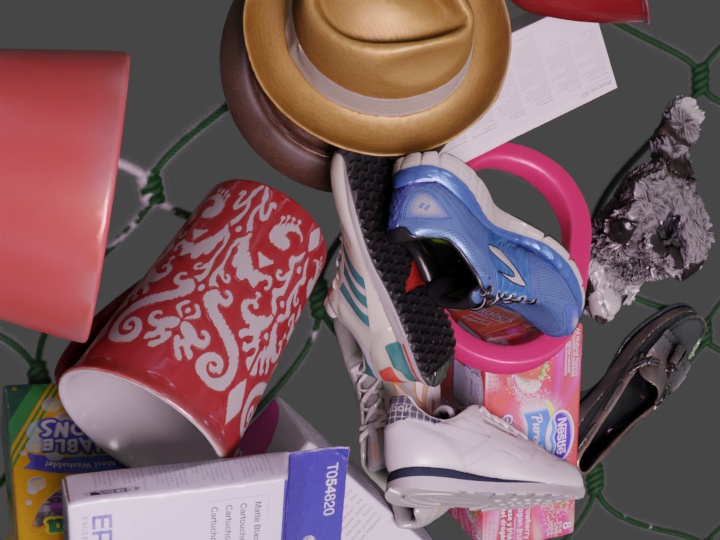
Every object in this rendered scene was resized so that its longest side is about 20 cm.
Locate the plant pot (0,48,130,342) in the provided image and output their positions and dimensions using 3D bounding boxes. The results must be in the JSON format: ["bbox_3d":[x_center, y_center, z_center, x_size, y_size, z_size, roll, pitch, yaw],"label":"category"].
[{"bbox_3d":[-0.257,-0.063,0.839,0.175,0.201,0.203,9,104,-13],"label":"plant pot"}]

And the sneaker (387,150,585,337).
[{"bbox_3d":[0.088,0.001,0.915,0.199,0.078,0.090,35,61,-28],"label":"sneaker"}]

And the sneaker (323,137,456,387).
[{"bbox_3d":[0.000,0.000,0.942,0.070,0.093,0.202,-43,119,-46],"label":"sneaker"}]

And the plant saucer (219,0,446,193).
[{"bbox_3d":[-0.009,-0.160,0.940,0.197,0.034,0.203,0,94,-5],"label":"plant saucer"}]

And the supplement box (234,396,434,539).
[{"bbox_3d":[-0.026,0.218,1.053,0.101,0.103,0.200,-45,118,-1],"label":"supplement box"}]

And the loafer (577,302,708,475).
[{"bbox_3d":[0.255,0.116,1.149,0.200,0.063,0.072,-43,116,-3],"label":"loafer"}]

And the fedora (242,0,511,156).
[{"bbox_3d":[0.016,-0.180,0.871,0.198,0.082,0.204,1,82,-6],"label":"fedora"}]

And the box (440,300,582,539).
[{"bbox_3d":[0.129,0.130,1.085,0.094,0.100,0.203,-7,108,-18],"label":"box"}]

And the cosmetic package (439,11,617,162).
[{"bbox_3d":[0.107,-0.149,1.014,0.198,0.051,0.083,-26,110,-11],"label":"cosmetic package"}]

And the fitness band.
[{"bbox_3d":[0.118,-0.012,1.016,0.142,0.037,0.202,17,63,-9],"label":"fitness band"}]

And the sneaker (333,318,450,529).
[{"bbox_3d":[0.026,0.117,1.015,0.092,0.075,0.202,-30,93,-53],"label":"sneaker"}]

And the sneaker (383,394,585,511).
[{"bbox_3d":[0.104,0.148,0.989,0.198,0.076,0.081,14,60,-37],"label":"sneaker"}]

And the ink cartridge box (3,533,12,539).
[{"bbox_3d":[-0.239,0.280,1.001,0.200,0.083,0.145,-43,116,-4],"label":"ink cartridge box"}]

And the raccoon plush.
[{"bbox_3d":[0.246,-0.044,1.105,0.097,0.134,0.201,39,58,-12],"label":"raccoon plush"}]

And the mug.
[{"bbox_3d":[-0.131,0.032,0.912,0.134,0.176,0.201,89,24,-52],"label":"mug"}]

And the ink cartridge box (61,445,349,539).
[{"bbox_3d":[-0.102,0.222,0.846,0.197,0.041,0.202,-5,115,-19],"label":"ink cartridge box"}]

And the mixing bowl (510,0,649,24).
[{"bbox_3d":[0.144,-0.272,0.931,0.107,0.201,0.202,-12,114,13],"label":"mixing bowl"}]

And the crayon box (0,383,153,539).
[{"bbox_3d":[-0.195,0.167,0.915,0.124,0.201,0.052,-1,129,-21],"label":"crayon box"}]
